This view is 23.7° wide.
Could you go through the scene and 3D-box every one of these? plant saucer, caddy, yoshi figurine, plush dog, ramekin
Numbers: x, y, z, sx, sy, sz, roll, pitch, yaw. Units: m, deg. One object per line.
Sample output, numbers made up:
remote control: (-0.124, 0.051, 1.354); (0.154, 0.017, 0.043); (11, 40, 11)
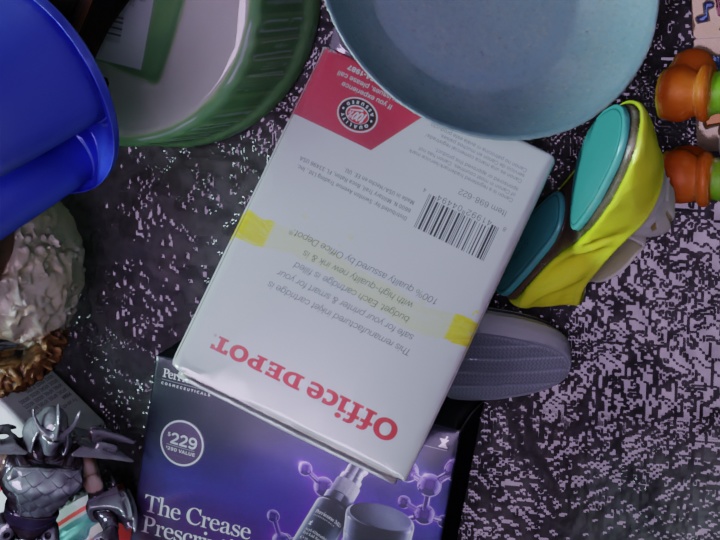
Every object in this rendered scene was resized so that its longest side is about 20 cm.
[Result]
plant saucer: (0.068, -0.163, 0.953); (0.200, 0.039, 0.202); (3, 76, -14)
caddy: (-0.218, -0.109, 0.912); (0.200, 0.105, 0.142); (39, 145, 9)
yoshi figurine: (0.272, -0.077, 0.959); (0.199, 0.112, 0.112); (6, 62, 28)
plush dog: (-0.245, -0.016, 1.053); (0.160, 0.171, 0.201); (-20, 63, 43)
ramekin: (-0.131, -0.169, 1.041); (0.199, 0.098, 0.201); (3, 102, 15)

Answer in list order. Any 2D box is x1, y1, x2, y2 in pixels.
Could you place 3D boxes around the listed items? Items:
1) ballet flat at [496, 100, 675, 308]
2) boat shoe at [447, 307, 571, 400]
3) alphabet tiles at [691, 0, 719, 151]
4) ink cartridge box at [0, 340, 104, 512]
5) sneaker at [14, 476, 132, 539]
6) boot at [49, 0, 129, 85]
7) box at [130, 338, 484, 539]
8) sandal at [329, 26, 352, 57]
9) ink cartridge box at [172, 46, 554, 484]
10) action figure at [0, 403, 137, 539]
ballet flat: (0.139, -0.032, 0.970); (0.067, 0.200, 0.067); (14, 61, -11)
boat shoe: (0.031, 0.030, 1.049); (0.199, 0.067, 0.074); (6, 140, -8)
alphabet tiles: (0.275, -0.138, 0.984); (0.165, 0.006, 0.201); (-2, 100, 15)
ink cartridge box: (-0.296, 0.093, 1.145); (0.200, 0.084, 0.145); (44, 108, 3)
sneaker: (-0.215, 0.228, 1.157); (0.200, 0.070, 0.094); (-39, 83, 16)
boot: (-0.182, -0.160, 0.966); (0.096, 0.075, 0.201); (22, 108, 7)
box: (-0.035, 0.133, 1.087); (0.199, 0.079, 0.142); (12, 101, 13)
sandal: (0.005, -0.082, 1.048); (0.079, 0.059, 0.208); (12, 83, -4)
ink cartridge box: (0.000, 0.000, 0.967); (0.145, 0.083, 0.201); (26, 83, 1)
action figure: (-0.208, 0.164, 1.067); (0.129, 0.069, 0.201); (12, 118, -17)
